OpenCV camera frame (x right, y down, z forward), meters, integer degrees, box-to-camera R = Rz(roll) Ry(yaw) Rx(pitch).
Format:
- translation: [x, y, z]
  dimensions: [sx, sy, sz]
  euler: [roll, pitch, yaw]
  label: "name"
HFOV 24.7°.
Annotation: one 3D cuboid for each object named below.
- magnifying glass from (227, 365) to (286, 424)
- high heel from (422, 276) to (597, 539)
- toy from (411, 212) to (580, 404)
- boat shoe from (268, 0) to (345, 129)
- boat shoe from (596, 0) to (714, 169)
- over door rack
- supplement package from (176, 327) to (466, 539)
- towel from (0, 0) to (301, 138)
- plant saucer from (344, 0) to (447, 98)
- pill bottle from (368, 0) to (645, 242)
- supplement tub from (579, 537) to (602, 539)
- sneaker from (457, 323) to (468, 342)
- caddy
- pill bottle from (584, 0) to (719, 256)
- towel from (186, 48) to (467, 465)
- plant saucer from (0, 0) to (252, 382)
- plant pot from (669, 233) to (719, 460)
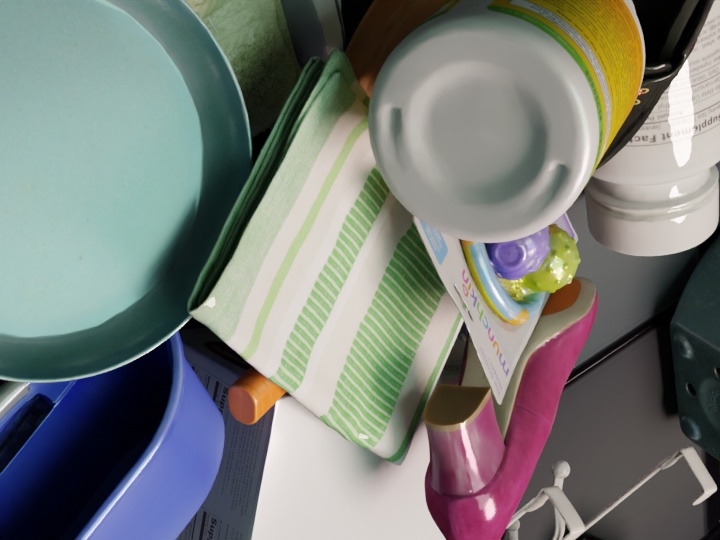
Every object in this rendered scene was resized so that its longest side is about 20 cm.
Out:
- translation: [-0.007, 0.016, 0.897]
  dimensions: [0.200, 0.022, 0.080]
  euler: [-46, 149, -43]
  label: "magnifying glass"
- translation: [0.093, 0.080, 0.950]
  dimensions: [0.200, 0.067, 0.096]
  euler: [-50, 136, -54]
  label: "high heel"
- translation: [0.094, -0.028, 0.916]
  dimensions: [0.116, 0.047, 0.200]
  euler: [64, 26, -18]
  label: "toy"
- translation: [-0.033, -0.166, 0.876]
  dimensions: [0.070, 0.071, 0.201]
  euler: [-46, 139, -40]
  label: "boat shoe"
- translation: [0.153, -0.132, 0.961]
  dimensions: [0.063, 0.073, 0.202]
  euler: [-66, 180, -51]
  label: "boat shoe"
- translation: [0.115, 0.161, 1.098]
  dimensions: [0.147, 0.200, 0.067]
  euler: [-9, 73, -40]
  label: "over door rack"
- translation: [-0.020, 0.119, 0.983]
  dimensions: [0.199, 0.111, 0.157]
  euler: [-3, 110, -43]
  label: "supplement package"
- translation: [-0.126, -0.097, 0.814]
  dimensions: [0.199, 0.036, 0.149]
  euler: [-33, 124, -15]
  label: "towel"
- translation: [0.036, -0.089, 0.950]
  dimensions: [0.200, 0.032, 0.201]
  euler: [-48, 151, -38]
  label: "plant saucer"
- translation: [0.085, -0.100, 0.845]
  dimensions: [0.200, 0.110, 0.112]
  euler: [-49, 144, -60]
  label: "pill bottle"
- translation: [0.172, 0.313, 1.256]
  dimensions: [0.107, 0.107, 0.201]
  euler: [27, 90, -46]
  label: "supplement tub"
- translation: [0.084, 0.061, 1.073]
  dimensions: [0.075, 0.084, 0.201]
  euler: [-14, 118, -39]
  label: "sneaker"
- translation: [-0.162, 0.093, 0.808]
  dimensions: [0.200, 0.141, 0.105]
  euler: [-52, 149, -13]
  label: "caddy"
- translation: [0.185, -0.117, 1.068]
  dimensions: [0.114, 0.114, 0.201]
  euler: [-30, 127, -30]
  label: "pill bottle"
- translation: [0.000, 0.000, 0.854]
  dimensions: [0.200, 0.023, 0.153]
  euler: [46, 64, -50]
  label: "towel"
- translation: [-0.146, -0.050, 0.759]
  dimensions: [0.199, 0.027, 0.202]
  euler: [-2, 96, -25]
  label: "plant saucer"
- translation: [0.349, 0.063, 1.260]
  dimensions: [0.199, 0.196, 0.197]
  euler: [-26, 125, -20]
  label: "plant pot"
